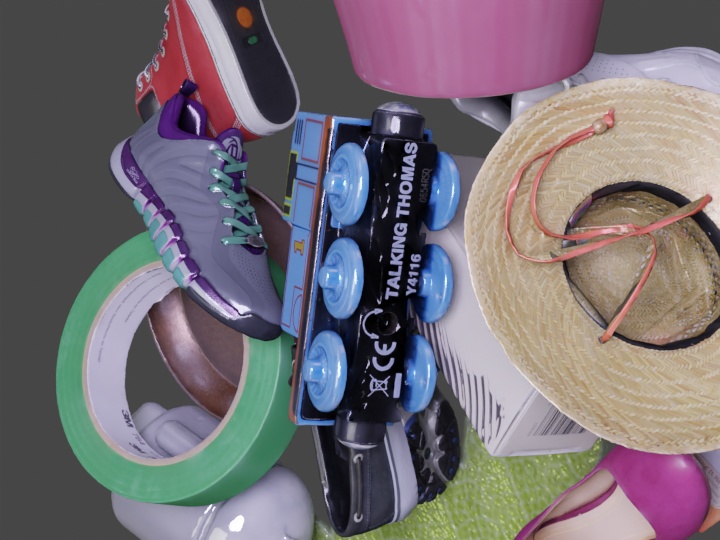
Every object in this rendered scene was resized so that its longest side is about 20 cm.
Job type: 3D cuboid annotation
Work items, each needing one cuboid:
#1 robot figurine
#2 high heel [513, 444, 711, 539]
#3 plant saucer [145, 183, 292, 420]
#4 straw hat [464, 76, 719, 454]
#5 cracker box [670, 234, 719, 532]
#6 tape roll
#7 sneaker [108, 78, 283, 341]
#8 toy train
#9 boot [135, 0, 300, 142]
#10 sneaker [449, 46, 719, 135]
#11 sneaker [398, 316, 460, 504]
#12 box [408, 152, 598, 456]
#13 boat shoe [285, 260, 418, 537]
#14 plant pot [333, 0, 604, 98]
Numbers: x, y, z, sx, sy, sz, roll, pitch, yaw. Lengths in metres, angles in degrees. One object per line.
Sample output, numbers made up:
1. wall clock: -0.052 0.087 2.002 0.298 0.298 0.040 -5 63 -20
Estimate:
1. robot figurine: -0.117 0.183 1.029 0.199 0.113 0.170 30 154 30
2. high heel: 0.137 0.155 0.764 0.068 0.096 0.200 53 160 18
3. plant saucer: -0.093 0.022 1.014 0.199 0.034 0.203 14 112 37
4. straw hat: 0.149 0.000 0.693 0.202 0.200 0.085 59 173 9
5. cracker box: 0.227 0.037 0.733 0.134 0.057 0.200 53 129 17
6. tape roll: -0.131 0.069 0.951 0.199 0.048 0.203 -8 74 28
7. sneaker: -0.099 -0.045 0.887 0.088 0.074 0.200 -49 60 17
8. toy train: 0.000 0.000 0.771 0.114 0.086 0.202 -158 73 -64
9. boot: -0.136 -0.185 0.967 0.143 0.072 0.202 -11 99 43
10. sneaker: 0.131 -0.091 0.747 0.199 0.099 0.079 15 112 36
11. sneaker: 0.012 0.063 0.912 0.085 0.077 0.202 10 109 42
12. box: 0.079 0.015 0.792 0.069 0.081 0.201 -63 39 33
13. boat shoe: -0.015 0.079 0.857 0.068 0.056 0.202 -6 103 56
14. plant pot: 0.052 -0.191 0.647 0.199 0.199 0.181 14 121 36
